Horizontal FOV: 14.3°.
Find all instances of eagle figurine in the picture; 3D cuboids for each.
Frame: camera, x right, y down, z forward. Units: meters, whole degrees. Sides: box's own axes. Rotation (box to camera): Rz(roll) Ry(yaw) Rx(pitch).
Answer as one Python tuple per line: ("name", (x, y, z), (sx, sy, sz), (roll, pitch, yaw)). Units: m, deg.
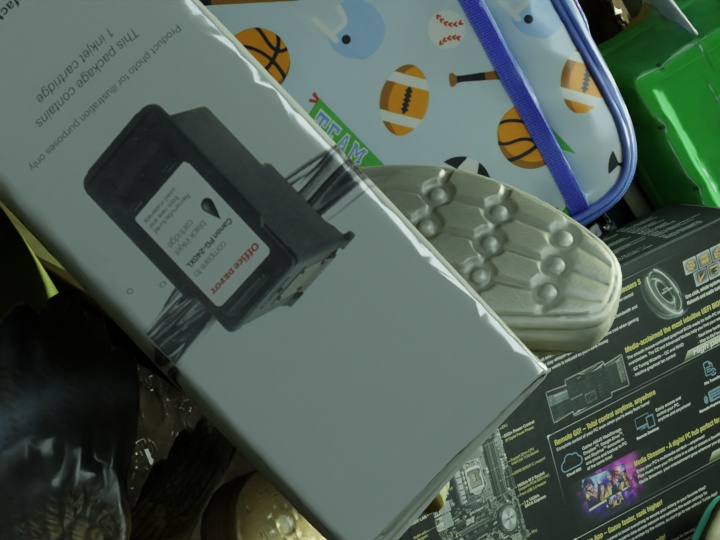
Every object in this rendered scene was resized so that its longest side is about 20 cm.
("eagle figurine", (-0.083, 0.130, 0.899), (0.150, 0.152, 0.201), (-3, 61, -33))

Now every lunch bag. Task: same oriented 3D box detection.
("lunch bag", (0.012, -0.090, 1.128), (0.201, 0.160, 0.076), (62, 3, -7))

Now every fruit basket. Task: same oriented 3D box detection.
("fruit basket", (0.164, -0.062, 1.259), (0.186, 0.093, 0.200), (60, 8, -5))

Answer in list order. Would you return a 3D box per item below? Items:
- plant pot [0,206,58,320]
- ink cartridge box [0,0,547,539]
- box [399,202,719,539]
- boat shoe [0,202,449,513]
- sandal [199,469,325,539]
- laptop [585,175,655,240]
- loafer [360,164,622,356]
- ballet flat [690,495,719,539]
("plant pot", (-0.183, 0.014, 0.915), (0.200, 0.186, 0.188), (35, 51, -46))
("ink cartridge box", (-0.042, -0.011, 0.879), (0.083, 0.145, 0.200), (-44, 91, -3))
("box", (0.083, 0.082, 1.134), (0.199, 0.043, 0.161), (-25, 108, -29))
("boat shoe", (-0.044, 0.011, 1.001), (0.199, 0.074, 0.067), (32, 74, 9))
("sandal", (0.024, 0.158, 0.995), (0.078, 0.069, 0.212), (-39, 102, -44))
("laptop", (0.103, 0.055, 1.235), (0.200, 0.103, 0.178), (-45, 115, -17))
("loafer", (0.000, 0.000, 1.067), (0.070, 0.199, 0.070), (81, 26, -52))
("ballet flat", (0.137, 0.172, 1.087), (0.069, 0.069, 0.201), (41, 58, -22))
